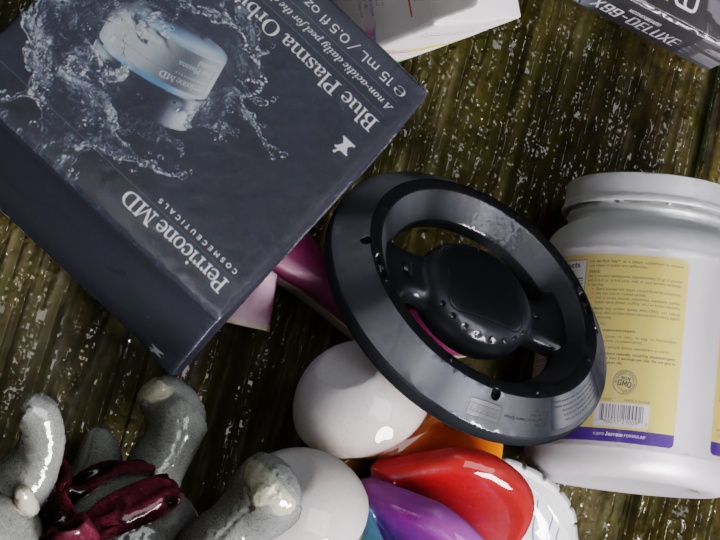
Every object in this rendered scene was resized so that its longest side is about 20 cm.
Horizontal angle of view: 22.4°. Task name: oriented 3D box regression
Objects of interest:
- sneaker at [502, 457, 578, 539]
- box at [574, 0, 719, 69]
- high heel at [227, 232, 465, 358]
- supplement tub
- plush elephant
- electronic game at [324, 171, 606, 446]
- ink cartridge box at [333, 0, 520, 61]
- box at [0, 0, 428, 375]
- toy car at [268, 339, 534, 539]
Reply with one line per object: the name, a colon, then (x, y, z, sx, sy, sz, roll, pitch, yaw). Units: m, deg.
sneaker: (0.109, 0.200, 1.192, 0.200, 0.074, 0.087, 51, 54, -16)
box: (0.226, -0.269, 1.319, 0.157, 0.050, 0.201, 25, 72, -16)
high heel: (0.000, 0.000, 1.152, 0.199, 0.067, 0.097, 11, 90, -27)
supplement tub: (0.189, 0.046, 1.221, 0.145, 0.145, 0.201, 13, 78, -30)
plush elephant: (-0.162, 0.134, 0.975, 0.155, 0.165, 0.200, 32, 96, -35)
electronic game: (0.066, 0.020, 1.106, 0.199, 0.042, 0.201, 22, 41, -21)
ink cartridge box: (0.032, -0.196, 1.117, 0.067, 0.200, 0.118, -9, 90, -32)
box: (-0.104, -0.086, 1.045, 0.197, 0.117, 0.200, 43, 64, -2)
toy car: (0.023, 0.154, 1.069, 0.200, 0.149, 0.176, -58, 146, -39)
